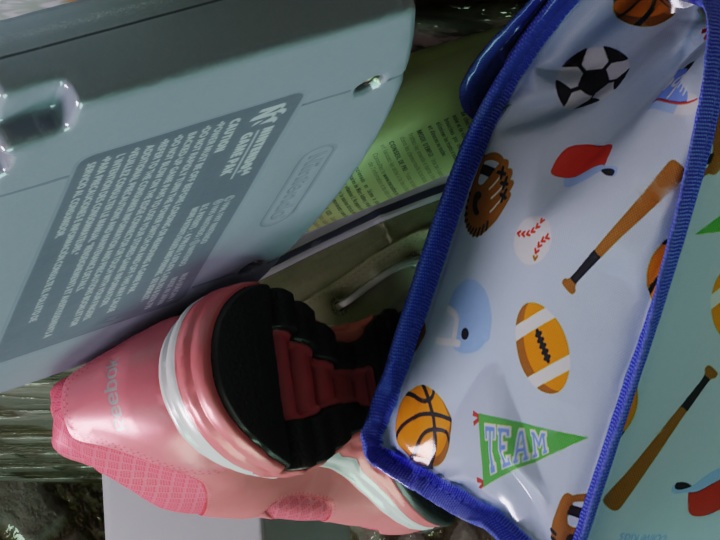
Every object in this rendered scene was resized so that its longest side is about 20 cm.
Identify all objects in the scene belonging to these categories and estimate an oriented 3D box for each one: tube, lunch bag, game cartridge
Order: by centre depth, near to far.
[{"bbox_3d":[-0.062,-0.025,0.618,0.133,0.041,0.200,-15,161,-26],"label":"game cartridge"},{"bbox_3d":[0.111,-0.009,0.713,0.170,0.201,0.124,5,-163,-45],"label":"lunch bag"},{"bbox_3d":[-0.004,-0.043,0.746,0.199,0.052,0.058,-19,-158,8],"label":"tube"}]

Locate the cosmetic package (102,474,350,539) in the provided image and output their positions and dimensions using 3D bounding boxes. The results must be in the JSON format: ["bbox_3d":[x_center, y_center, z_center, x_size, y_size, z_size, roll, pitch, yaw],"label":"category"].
[{"bbox_3d":[-0.061,0.048,0.984,0.081,0.201,0.113,-5,170,20],"label":"cosmetic package"}]

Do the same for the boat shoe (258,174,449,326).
[{"bbox_3d":[0.000,0.000,0.813,0.199,0.062,0.072,-24,174,-9],"label":"boat shoe"}]

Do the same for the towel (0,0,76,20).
[{"bbox_3d":[-0.131,-0.096,0.548,0.170,0.048,0.200,-4,172,-5],"label":"towel"}]

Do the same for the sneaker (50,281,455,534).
[{"bbox_3d":[-0.033,0.050,0.745,0.086,0.074,0.200,-14,160,23],"label":"sneaker"}]
